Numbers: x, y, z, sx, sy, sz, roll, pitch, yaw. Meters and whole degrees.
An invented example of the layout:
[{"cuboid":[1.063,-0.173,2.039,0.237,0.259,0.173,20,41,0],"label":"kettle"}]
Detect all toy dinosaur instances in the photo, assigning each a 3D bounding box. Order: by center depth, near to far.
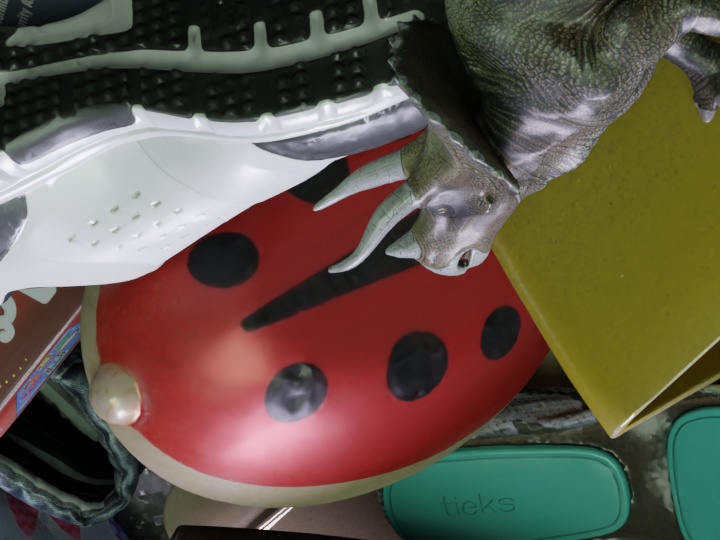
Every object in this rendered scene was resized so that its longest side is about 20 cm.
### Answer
[{"cuboid":[0.056,-0.092,0.635,0.102,0.077,0.200,6,94,-13],"label":"toy dinosaur"}]

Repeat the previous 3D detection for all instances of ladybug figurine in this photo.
[{"cuboid":[0.000,0.000,0.809,0.136,0.200,0.072,60,149,-3],"label":"ladybug figurine"}]

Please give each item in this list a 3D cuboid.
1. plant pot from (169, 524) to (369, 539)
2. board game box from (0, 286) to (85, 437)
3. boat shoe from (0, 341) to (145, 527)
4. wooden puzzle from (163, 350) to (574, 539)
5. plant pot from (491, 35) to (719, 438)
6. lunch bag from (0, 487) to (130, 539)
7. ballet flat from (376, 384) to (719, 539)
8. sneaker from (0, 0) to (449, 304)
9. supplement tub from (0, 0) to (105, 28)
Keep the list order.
[{"cuboid":[0.011,0.166,0.840,0.200,0.187,0.187,25,113,-2],"label":"plant pot"},{"cuboid":[-0.168,0.033,0.853,0.103,0.019,0.200,44,104,16],"label":"board game box"},{"cuboid":[-0.141,0.000,0.885,0.200,0.091,0.071,44,111,-11],"label":"boat shoe"},{"cuboid":[0.055,0.101,0.936,0.185,0.037,0.200,-42,97,20],"label":"wooden puzzle"},{"cuboid":[0.114,-0.093,0.761,0.200,0.200,0.176,-45,79,21],"label":"plant pot"},{"cuboid":[-0.167,0.175,0.943,0.200,0.127,0.170,-33,99,22],"label":"lunch bag"},{"cuboid":[0.106,0.064,0.854,0.200,0.072,0.072,0,113,22],"label":"ballet flat"},{"cuboid":[-0.053,-0.043,0.732,0.200,0.074,0.080,-12,142,19],"label":"sneaker"},{"cuboid":[-0.123,-0.137,0.800,0.200,0.140,0.140,22,113,-2],"label":"supplement tub"}]
